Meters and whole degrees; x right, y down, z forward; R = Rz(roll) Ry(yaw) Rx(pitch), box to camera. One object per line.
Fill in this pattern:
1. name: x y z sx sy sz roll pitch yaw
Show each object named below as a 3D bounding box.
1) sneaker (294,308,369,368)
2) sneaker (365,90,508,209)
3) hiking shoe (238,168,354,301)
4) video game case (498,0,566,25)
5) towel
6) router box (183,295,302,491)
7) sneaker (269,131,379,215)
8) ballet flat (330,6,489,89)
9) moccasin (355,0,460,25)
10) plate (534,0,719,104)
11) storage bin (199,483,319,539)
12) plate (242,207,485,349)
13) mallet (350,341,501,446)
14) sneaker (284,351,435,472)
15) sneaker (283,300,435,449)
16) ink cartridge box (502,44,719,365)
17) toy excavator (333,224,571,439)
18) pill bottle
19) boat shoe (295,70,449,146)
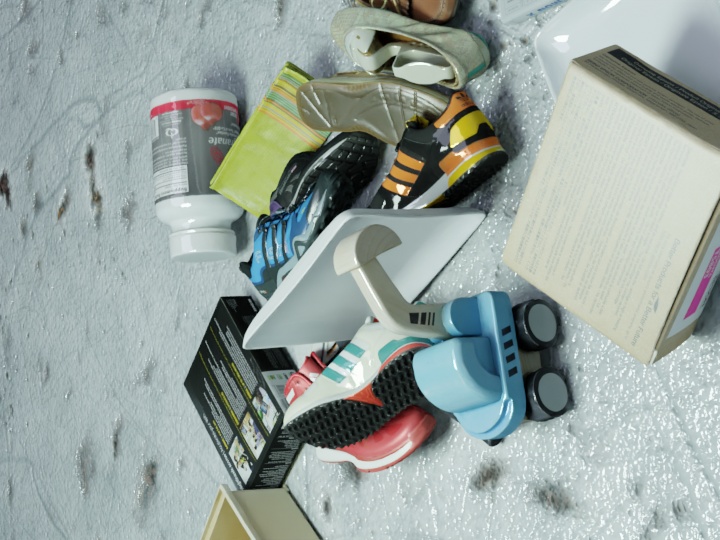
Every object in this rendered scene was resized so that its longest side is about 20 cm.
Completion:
1. sneaker: -0.024 0.052 1.547 0.200 0.079 0.079 108 151 -57
2. sneaker: 0.061 -0.104 1.417 0.200 0.070 0.091 -34 76 46
3. hiking shoe: -0.076 -0.039 1.536 0.087 0.074 0.201 39 129 12
4. video game case: 0.185 -0.349 1.311 0.182 0.022 0.202 -17 74 53
5. towel: -0.096 -0.143 1.642 0.200 0.086 0.018 -52 7 36
6. router box: -0.135 0.151 1.707 0.200 0.051 0.150 57 134 38
7. sneaker: -0.053 -0.109 1.589 0.200 0.075 0.088 -49 46 41
8. ballet flat: 0.035 -0.221 1.428 0.199 0.062 0.068 14 139 36
9. moccasin: 0.032 -0.298 1.471 0.201 0.077 0.074 38 119 48
10. plate: 0.245 -0.168 1.200 0.199 0.032 0.201 -41 58 45
11. storage bin: -0.109 0.382 1.629 0.200 0.093 0.200 48 125 43
12. plate: 0.000 0.000 1.389 0.200 0.199 0.032 -51 59 34
13. mallet: 0.074 0.119 1.442 0.199 0.066 0.041 30 117 34
14. sneaker: -0.016 0.143 1.481 0.199 0.078 0.116 -16 117 52
15. sneaker: 0.005 0.102 1.420 0.199 0.070 0.094 -35 33 31
16. ink cartridge box: 0.219 -0.053 1.150 0.164 0.075 0.201 37 129 27
17. toy excavator: 0.077 0.057 1.293 0.100 0.199 0.196 -23 71 50
18. pill bottle: -0.199 -0.115 1.754 0.110 0.110 0.202 -15 77 53
19. boat shoe: 0.027 -0.175 1.474 0.199 0.066 0.074 15 126 32
